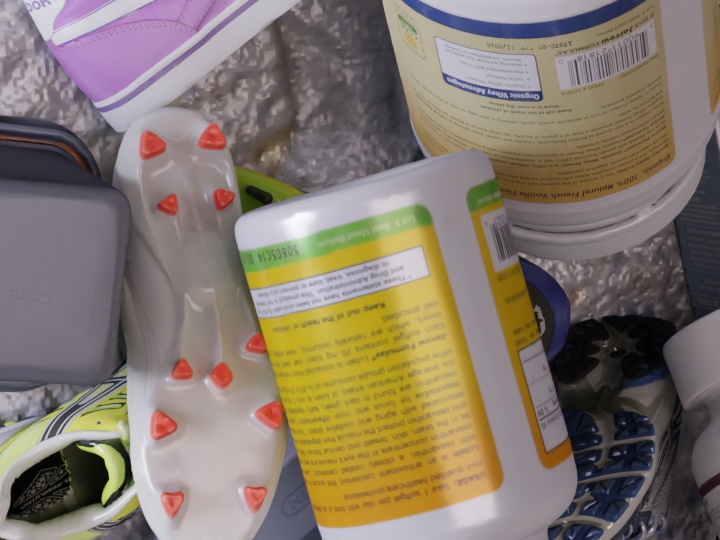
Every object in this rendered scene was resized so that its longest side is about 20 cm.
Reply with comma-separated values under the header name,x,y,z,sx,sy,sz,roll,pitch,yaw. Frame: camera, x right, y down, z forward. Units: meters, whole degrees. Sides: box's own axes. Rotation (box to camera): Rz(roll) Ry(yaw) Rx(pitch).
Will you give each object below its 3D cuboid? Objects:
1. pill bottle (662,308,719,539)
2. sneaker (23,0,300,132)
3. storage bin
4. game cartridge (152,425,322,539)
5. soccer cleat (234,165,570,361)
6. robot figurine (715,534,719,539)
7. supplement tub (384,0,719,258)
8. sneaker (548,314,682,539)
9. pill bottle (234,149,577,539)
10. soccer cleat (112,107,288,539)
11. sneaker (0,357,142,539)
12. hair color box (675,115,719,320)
name,x,y,z,sx,sy,sz,roll,pitch,yaw
pill bottle,0.218,0.110,1.098,0.109,0.110,0.200,-15,74,-20
sneaker,-0.064,-0.166,1.071,0.200,0.073,0.114,-40,106,-14
storage bin,-0.189,-0.014,1.001,0.200,0.134,0.146,5,94,-24
game cartridge,-0.009,0.118,1.121,0.200,0.040,0.133,-38,133,-15
soccer cleat,0.000,0.001,1.097,0.200,0.084,0.065,19,101,13
robot figurine,0.228,0.218,1.204,0.150,0.125,0.200,-9,99,-22
supplement tub,0.085,-0.111,1.056,0.144,0.144,0.200,-36,146,-15
sneaker,0.117,0.103,1.133,0.200,0.077,0.085,-53,136,-51
pill bottle,0.026,0.059,0.995,0.111,0.111,0.200,-17,93,-20
soccer cleat,-0.073,0.029,1.038,0.069,0.078,0.200,-3,77,-17
sneaker,-0.095,0.078,1.081,0.200,0.076,0.075,-31,105,-18
hair color box,0.205,-0.075,1.197,0.099,0.061,0.200,-17,101,-20
